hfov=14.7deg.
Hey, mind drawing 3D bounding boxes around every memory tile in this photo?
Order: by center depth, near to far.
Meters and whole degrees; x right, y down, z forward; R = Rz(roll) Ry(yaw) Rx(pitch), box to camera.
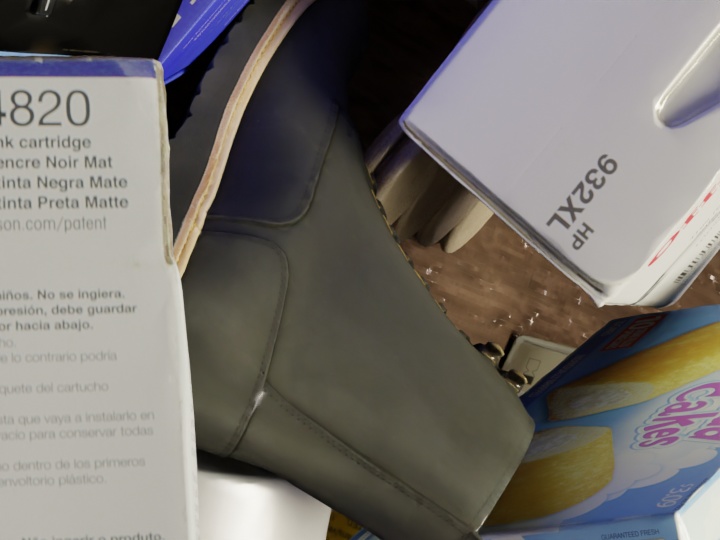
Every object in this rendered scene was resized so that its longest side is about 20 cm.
[{"bbox_3d":[0.058,-0.071,0.953,0.154,0.017,0.200,-52,169,6],"label":"memory tile"}]

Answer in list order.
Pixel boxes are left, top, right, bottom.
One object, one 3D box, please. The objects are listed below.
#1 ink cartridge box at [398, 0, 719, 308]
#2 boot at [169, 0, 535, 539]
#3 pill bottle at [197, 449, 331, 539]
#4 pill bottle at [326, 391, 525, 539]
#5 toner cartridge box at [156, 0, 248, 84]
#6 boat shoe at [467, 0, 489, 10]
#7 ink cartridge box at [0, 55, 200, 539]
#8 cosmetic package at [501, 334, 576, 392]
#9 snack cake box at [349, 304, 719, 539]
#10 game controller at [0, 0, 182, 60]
[{"bbox_3d":[0.101,-0.068,0.863,0.145,0.084,0.200,-51,171,6],"label":"ink cartridge box"},{"bbox_3d":[0.000,0.000,0.811,0.078,0.138,0.200,-57,-175,44],"label":"boot"},{"bbox_3d":[-0.073,0.141,0.818,0.114,0.114,0.201,-5,109,-61],"label":"pill bottle"},{"bbox_3d":[0.019,0.139,0.989,0.113,0.112,0.201,12,95,-62],"label":"pill bottle"},{"bbox_3d":[-0.006,-0.135,0.737,0.200,0.043,0.095,-48,-178,12],"label":"toner cartridge box"},{"bbox_3d":[0.028,-0.171,0.879,0.072,0.072,0.201,-40,146,-23],"label":"boat shoe"},{"bbox_3d":[-0.132,0.057,0.572,0.041,0.198,0.201,137,-49,-72],"label":"ink cartridge box"},{"bbox_3d":[0.114,0.116,1.179,0.104,0.087,0.200,-67,152,-13],"label":"cosmetic package"},{"bbox_3d":[0.095,0.071,0.859,0.200,0.114,0.068,-34,109,-55],"label":"snack cake box"},{"bbox_3d":[-0.111,-0.010,0.685,0.104,0.042,0.201,-9,129,-54],"label":"game controller"}]
